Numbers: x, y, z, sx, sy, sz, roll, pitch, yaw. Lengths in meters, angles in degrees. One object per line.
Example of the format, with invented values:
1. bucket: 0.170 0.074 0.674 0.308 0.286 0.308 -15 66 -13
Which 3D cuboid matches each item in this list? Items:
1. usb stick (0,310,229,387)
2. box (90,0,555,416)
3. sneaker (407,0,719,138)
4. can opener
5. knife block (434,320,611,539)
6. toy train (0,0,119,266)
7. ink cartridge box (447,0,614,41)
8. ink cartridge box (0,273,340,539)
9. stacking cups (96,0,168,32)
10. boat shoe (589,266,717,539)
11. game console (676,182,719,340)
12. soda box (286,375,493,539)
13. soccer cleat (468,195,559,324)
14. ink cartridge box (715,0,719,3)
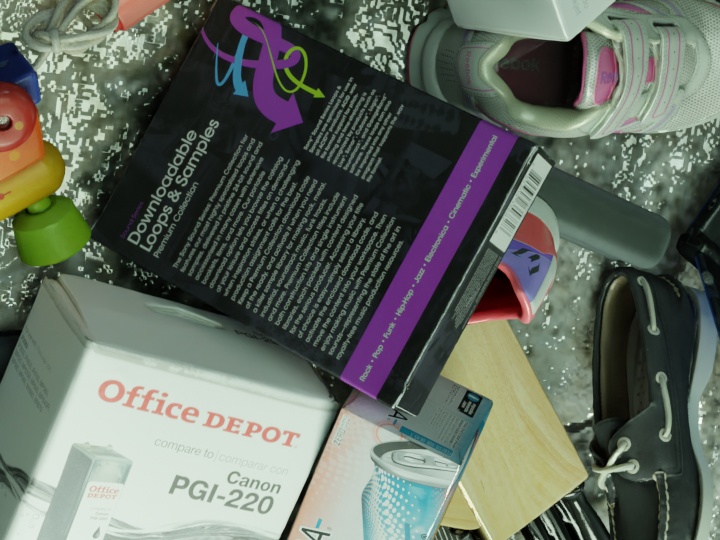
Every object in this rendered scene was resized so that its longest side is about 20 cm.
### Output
1. usb stick: -0.141 0.054 1.128 0.200 0.033 0.056 -5 103 -22
2. box: -0.023 -0.035 1.083 0.143 0.200 0.036 -61 154 -1
3. sneaker: 0.131 -0.105 1.169 0.200 0.088 0.082 -6 103 -13
4. can opener: 0.077 -0.038 1.192 0.200 0.053 0.067 17 93 -28
5. knife block: 0.084 0.094 1.216 0.175 0.064 0.200 12 95 -25
6. toy train: -0.163 -0.054 1.067 0.200 0.085 0.116 -29 122 -9
7. ink cartridge box: 0.118 -0.232 1.115 0.200 0.083 0.145 -42 124 -28
8. ink cartridge box: -0.119 0.118 1.098 0.145 0.085 0.200 16 105 -30
9. stacking cups: -0.057 -0.195 1.106 0.200 0.061 0.061 -34 112 -8
10. boat shoe: 0.155 0.091 1.207 0.060 0.074 0.200 22 63 -25
11. game console: 0.288 0.026 1.252 0.200 0.118 0.171 38 85 -30
12. soda box: -0.001 0.141 1.131 0.068 0.064 0.200 25 125 6
13. soccer cleat: 0.000 0.000 1.111 0.200 0.073 0.068 -3 128 12
14. ink cartridge box: 0.311 -0.184 1.265 0.200 0.057 0.163 18 93 -20
